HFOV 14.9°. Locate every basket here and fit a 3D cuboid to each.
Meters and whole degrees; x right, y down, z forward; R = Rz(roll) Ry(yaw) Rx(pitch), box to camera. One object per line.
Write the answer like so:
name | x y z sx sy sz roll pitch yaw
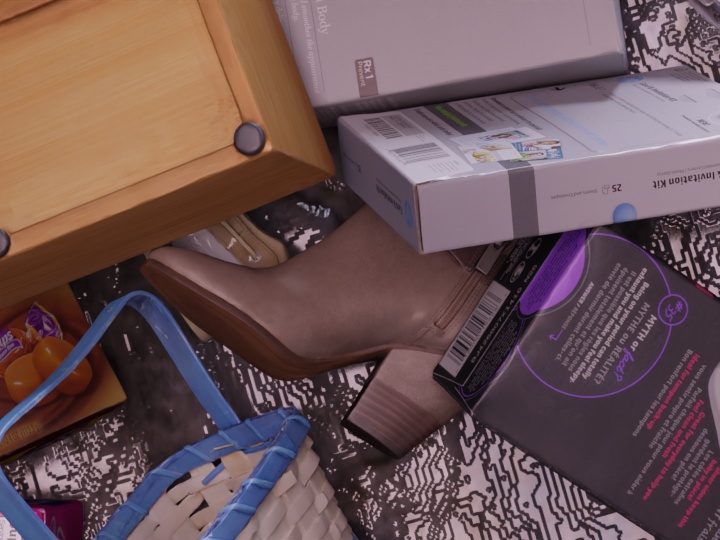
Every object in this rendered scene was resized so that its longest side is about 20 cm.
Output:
basket | -0.103 0.128 1.447 0.139 0.176 0.200 -21 107 37

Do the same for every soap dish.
soap dish | -0.134 -0.087 1.436 0.200 0.081 0.157 -21 84 9

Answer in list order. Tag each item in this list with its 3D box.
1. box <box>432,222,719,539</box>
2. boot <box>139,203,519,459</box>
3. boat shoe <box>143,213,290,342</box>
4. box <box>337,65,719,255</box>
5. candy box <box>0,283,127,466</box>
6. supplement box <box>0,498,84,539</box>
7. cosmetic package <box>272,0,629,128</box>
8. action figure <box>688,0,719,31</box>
box | 0.157 0.067 1.438 0.200 0.106 0.122 34 92 -13
boot | 0.000 0.000 1.488 0.200 0.070 0.146 37 77 -13
boat shoe | -0.109 -0.062 1.520 0.068 0.075 0.200 -31 96 3
box | 0.103 -0.060 1.423 0.200 0.156 0.041 -10 108 -13
candy box | -0.227 0.011 1.505 0.117 0.056 0.200 -25 83 -39
supplement box | -0.259 0.175 1.511 0.200 0.101 0.103 2 88 6
cosmetic package | 0.042 -0.144 1.495 0.200 0.090 0.107 -12 84 9
action figure | 0.227 -0.206 1.481 0.200 0.069 0.130 -25 73 -1
